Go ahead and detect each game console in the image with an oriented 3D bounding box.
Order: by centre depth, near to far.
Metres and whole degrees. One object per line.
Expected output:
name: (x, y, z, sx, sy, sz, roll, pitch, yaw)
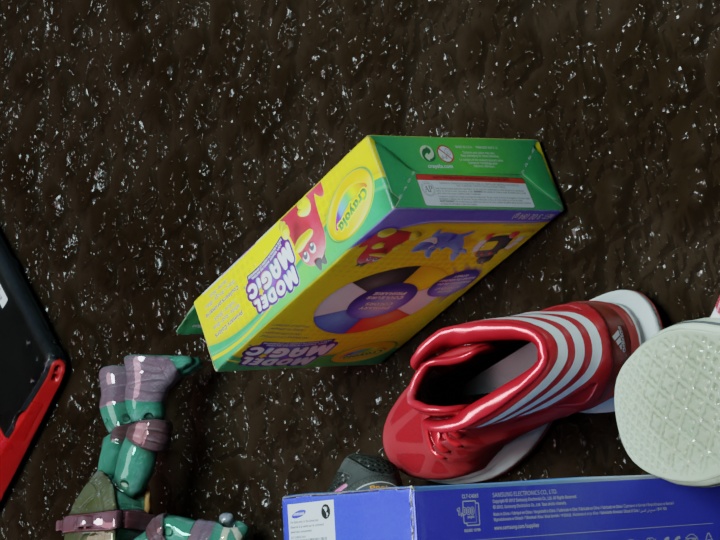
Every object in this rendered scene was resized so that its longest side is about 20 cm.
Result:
game console: (-0.276, 0.057, 1.671, 0.177, 0.031, 0.200, -56, 49, 29)

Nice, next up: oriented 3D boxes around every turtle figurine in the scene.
turtle figurine: (-0.130, 0.154, 1.428, 0.150, 0.101, 0.200, -10, 76, 52)

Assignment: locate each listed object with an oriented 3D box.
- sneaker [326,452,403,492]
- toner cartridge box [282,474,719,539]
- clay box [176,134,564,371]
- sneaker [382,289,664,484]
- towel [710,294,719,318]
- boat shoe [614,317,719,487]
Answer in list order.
sneaker: (-0.010, 0.169, 1.288, 0.200, 0.080, 0.086, 125, 148, -47)
toner cartridge box: (0.072, 0.116, 1.079, 0.095, 0.200, 0.043, -9, 82, 51)
clay box: (0.000, 0.000, 1.242, 0.200, 0.115, 0.048, -43, 58, 44)
sneaker: (0.047, 0.057, 1.180, 0.200, 0.115, 0.078, -35, 63, 46)
towel: (0.227, -0.004, 1.026, 0.144, 0.023, 0.200, 52, 128, 40)
boat shoe: (0.183, 0.047, 1.017, 0.200, 0.062, 0.075, -27, 70, 52)
